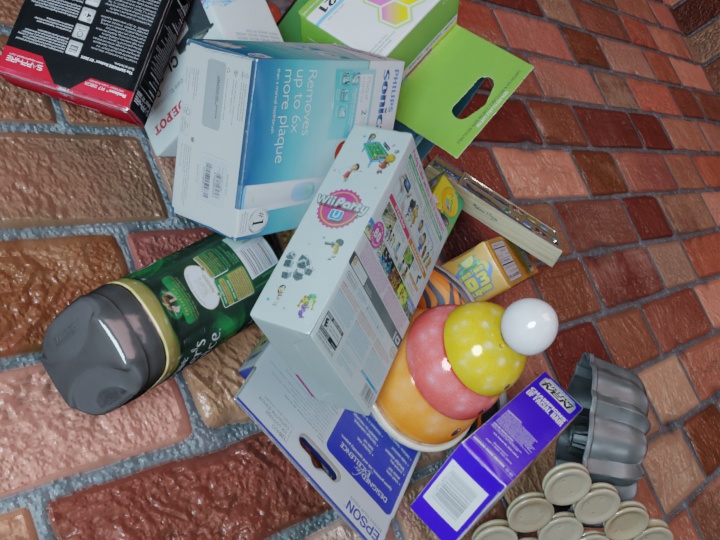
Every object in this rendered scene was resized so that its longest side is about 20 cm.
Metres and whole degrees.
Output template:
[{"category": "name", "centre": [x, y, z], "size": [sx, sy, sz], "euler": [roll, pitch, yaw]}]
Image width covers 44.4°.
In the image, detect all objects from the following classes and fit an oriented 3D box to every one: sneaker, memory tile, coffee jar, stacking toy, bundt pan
[{"category": "sneaker", "centre": [0.089, 0.089, 0.971], "size": [0.112, 0.077, 0.202], "euler": [-20, 80, -54]}, {"category": "memory tile", "centre": [0.227, 0.284, 0.936], "size": [0.199, 0.153, 0.017], "euler": [36, 21, -27]}, {"category": "coffee jar", "centre": [-0.153, 0.036, 0.708], "size": [0.086, 0.104, 0.200], "euler": [57, 37, 0]}, {"category": "stacking toy", "centre": [0.103, 0.078, 0.815], "size": [0.145, 0.199, 0.148], "euler": [15, 61, -29]}, {"category": "bundt pan", "centre": [0.276, 0.200, 1.006], "size": [0.075, 0.204, 0.203], "euler": [12, 43, 6]}]

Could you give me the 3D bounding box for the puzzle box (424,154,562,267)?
[{"category": "puzzle box", "centre": [0.170, -0.081, 1.137], "size": [0.199, 0.026, 0.133], "euler": [33, 16, 1]}]

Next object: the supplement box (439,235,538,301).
[{"category": "supplement box", "centre": [0.163, -0.002, 1.092], "size": [0.069, 0.066, 0.200], "euler": [63, 22, 7]}]

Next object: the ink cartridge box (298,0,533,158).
[{"category": "ink cartridge box", "centre": [0.060, -0.231, 0.886], "size": [0.199, 0.076, 0.148], "euler": [35, 69, 17]}]

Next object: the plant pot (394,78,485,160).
[{"category": "plant pot", "centre": [0.017, -0.218, 1.024], "size": [0.188, 0.200, 0.200], "euler": [41, 37, 2]}]

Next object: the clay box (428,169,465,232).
[{"category": "clay box", "centre": [0.045, -0.029, 0.974], "size": [0.048, 0.114, 0.200], "euler": [49, 38, -12]}]

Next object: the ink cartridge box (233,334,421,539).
[{"category": "ink cartridge box", "centre": [-0.024, 0.133, 0.841], "size": [0.198, 0.047, 0.200], "euler": [50, 39, -13]}]

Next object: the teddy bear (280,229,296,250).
[{"category": "teddy bear", "centre": [-0.063, -0.102, 0.919], "size": [0.143, 0.067, 0.203], "euler": [-6, 71, -10]}]

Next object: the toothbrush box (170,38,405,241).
[{"category": "toothbrush box", "centre": [-0.060, -0.120, 0.774], "size": [0.085, 0.148, 0.199], "euler": [23, 22, 32]}]

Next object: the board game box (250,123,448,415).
[{"category": "board game box", "centre": [0.000, 0.000, 0.769], "size": [0.202, 0.064, 0.148], "euler": [-63, 149, -24]}]

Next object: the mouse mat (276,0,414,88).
[{"category": "mouse mat", "centre": [-0.021, -0.232, 0.933], "size": [0.159, 0.008, 0.201], "euler": [27, 68, 12]}]

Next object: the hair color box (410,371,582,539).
[{"category": "hair color box", "centre": [0.147, 0.194, 0.924], "size": [0.065, 0.110, 0.199], "euler": [42, 35, 16]}]

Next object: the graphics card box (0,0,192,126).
[{"category": "graphics card box", "centre": [-0.212, -0.236, 0.754], "size": [0.124, 0.051, 0.203], "euler": [17, 82, 7]}]

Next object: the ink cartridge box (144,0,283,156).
[{"category": "ink cartridge box", "centre": [-0.164, -0.231, 0.850], "size": [0.082, 0.145, 0.202], "euler": [-10, 72, -51]}]
